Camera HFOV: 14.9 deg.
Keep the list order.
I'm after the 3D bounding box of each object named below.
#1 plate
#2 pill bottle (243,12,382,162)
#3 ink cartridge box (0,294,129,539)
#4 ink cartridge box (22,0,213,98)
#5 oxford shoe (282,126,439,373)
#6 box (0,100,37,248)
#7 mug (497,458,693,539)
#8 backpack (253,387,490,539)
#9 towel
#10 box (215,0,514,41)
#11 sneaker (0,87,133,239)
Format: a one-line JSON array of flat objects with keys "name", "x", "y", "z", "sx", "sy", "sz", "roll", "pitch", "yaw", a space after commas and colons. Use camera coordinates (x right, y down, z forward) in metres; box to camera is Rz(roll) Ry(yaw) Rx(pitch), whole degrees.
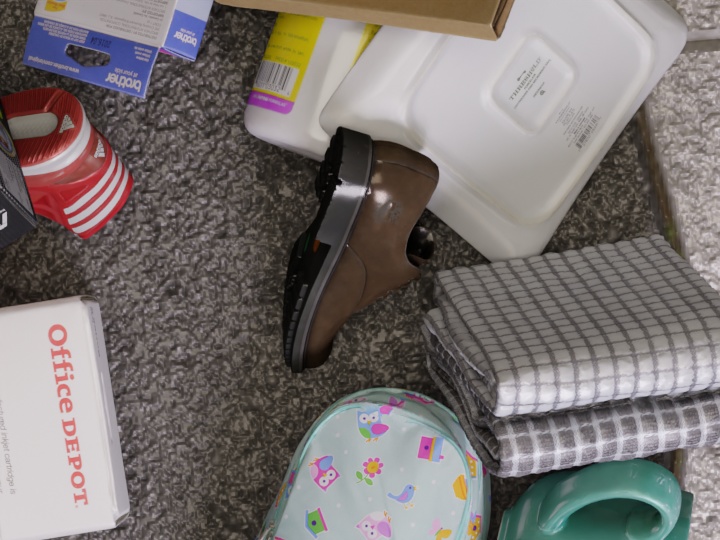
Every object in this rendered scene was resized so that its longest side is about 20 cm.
[{"name": "plate", "x": 0.099, "y": -0.118, "z": 1.696, "sx": 0.200, "sy": 0.032, "sz": 0.200, "roll": 36, "pitch": 87, "yaw": -36}, {"name": "pill bottle", "x": 0.005, "y": -0.165, "z": 1.718, "sx": 0.104, "sy": 0.104, "sz": 0.201, "roll": 20, "pitch": 90, "yaw": 1}, {"name": "ink cartridge box", "x": -0.254, "y": 0.102, "z": 1.729, "sx": 0.198, "sy": 0.084, "sz": 0.147, "roll": -9, "pitch": 89, "yaw": 2}, {"name": "ink cartridge box", "x": -0.136, "y": -0.210, "z": 1.725, "sx": 0.119, "sy": 0.042, "sz": 0.201, "roll": 17, "pitch": 87, "yaw": 38}, {"name": "oxford shoe", "x": 0.000, "y": 0.000, "z": 1.691, "sx": 0.084, "sy": 0.200, "sz": 0.073, "roll": 10, "pitch": 50, "yaw": -13}, {"name": "box", "x": -0.291, "y": -0.064, "z": 1.668, "sx": 0.160, "sy": 0.044, "sz": 0.201, "roll": -32, "pitch": 47, "yaw": 9}, {"name": "mug", "x": 0.138, "y": 0.185, "z": 1.685, "sx": 0.114, "sy": 0.152, "sz": 0.186, "roll": 10, "pitch": 103, "yaw": 6}, {"name": "backpack", "x": 0.010, "y": 0.174, "z": 1.705, "sx": 0.166, "sy": 0.127, "sz": 0.201, "roll": 20, "pitch": 87, "yaw": 4}, {"name": "towel", "x": 0.133, "y": 0.055, "z": 1.662, "sx": 0.164, "sy": 0.200, "sz": 0.086, "roll": -9, "pitch": 109, "yaw": -9}, {"name": "box", "x": 0.019, "y": -0.222, "z": 1.651, "sx": 0.199, "sy": 0.021, "sz": 0.164, "roll": 10, "pitch": 69, "yaw": 28}, {"name": "sneaker", "x": -0.233, "y": -0.056, "z": 1.737, "sx": 0.199, "sy": 0.116, "sz": 0.079, "roll": 5, "pitch": 61, "yaw": 34}]
